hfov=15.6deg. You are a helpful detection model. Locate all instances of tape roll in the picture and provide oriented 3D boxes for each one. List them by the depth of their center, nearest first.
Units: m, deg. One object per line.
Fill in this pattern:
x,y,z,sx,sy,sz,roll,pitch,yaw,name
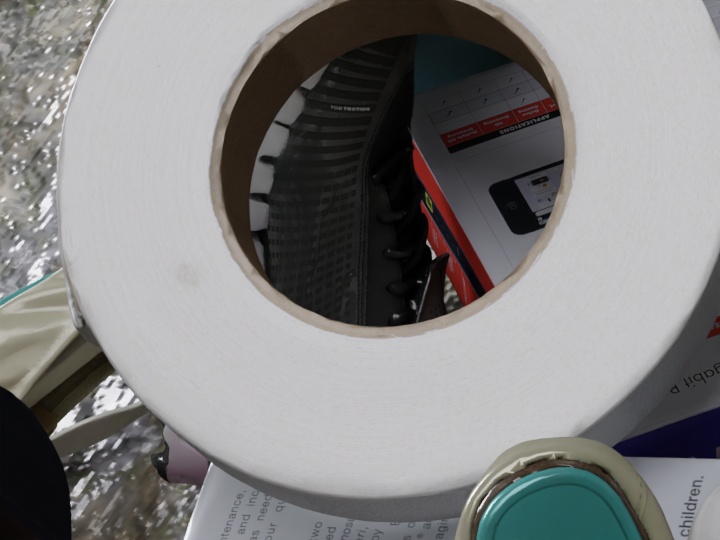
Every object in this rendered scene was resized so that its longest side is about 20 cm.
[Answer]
0.011,-0.028,0.763,0.202,0.037,0.204,-3,74,12,tape roll

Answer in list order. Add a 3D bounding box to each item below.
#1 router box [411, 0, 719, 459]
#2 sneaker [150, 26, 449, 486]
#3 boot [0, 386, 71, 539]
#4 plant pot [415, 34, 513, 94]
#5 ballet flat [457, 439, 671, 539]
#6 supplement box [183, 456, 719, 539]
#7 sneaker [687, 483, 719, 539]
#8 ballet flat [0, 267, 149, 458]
0.132,-0.016,0.860,0.199,0.049,0.180,-18,44,-8,router box
0.000,0.000,0.859,0.090,0.201,0.066,25,28,11,sneaker
-0.146,0.125,0.821,0.097,0.075,0.200,-33,25,19,boot
0.011,-0.147,0.943,0.199,0.188,0.201,-9,62,17,plant pot
0.072,0.138,0.639,0.069,0.069,0.201,-16,83,11,ballet flat
0.047,0.121,0.766,0.199,0.101,0.104,-1,50,24,supplement box
0.151,0.107,0.624,0.075,0.089,0.200,-24,54,-18,sneaker
-0.079,0.014,0.957,0.200,0.070,0.069,-38,45,-8,ballet flat
